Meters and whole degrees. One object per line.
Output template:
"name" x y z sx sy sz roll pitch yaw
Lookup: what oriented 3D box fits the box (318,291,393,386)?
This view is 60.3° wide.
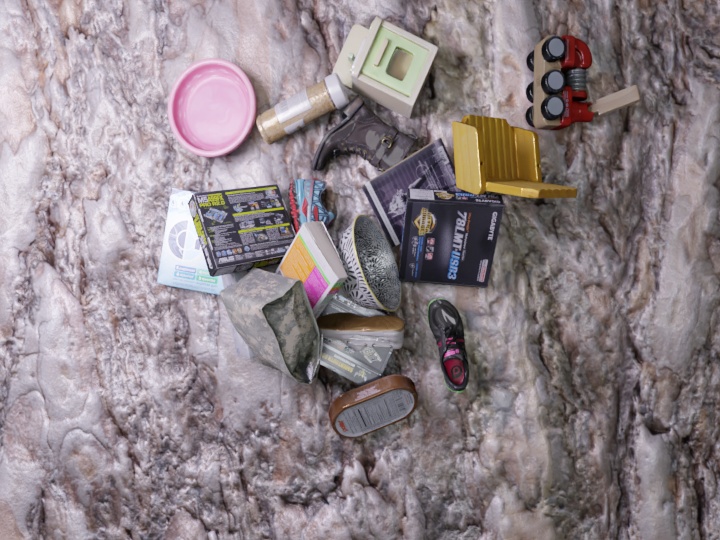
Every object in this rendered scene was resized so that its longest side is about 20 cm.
"box" -0.023 0.141 1.327 0.195 0.048 0.162 26 92 1

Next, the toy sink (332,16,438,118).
"toy sink" 0.046 -0.431 1.288 0.196 0.112 0.133 27 91 1

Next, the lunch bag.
"lunch bag" -0.161 0.114 1.202 0.117 0.161 0.205 -35 119 -32

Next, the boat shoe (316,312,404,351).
"boat shoe" -0.006 0.134 1.268 0.193 0.071 0.071 3 117 14

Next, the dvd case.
"dvd case" 0.117 -0.164 1.319 0.196 0.016 0.151 -30 107 0

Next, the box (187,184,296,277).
"box" -0.233 -0.085 1.259 0.196 0.044 0.164 -13 74 -37

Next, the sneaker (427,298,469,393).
"sneaker" 0.193 0.157 1.306 0.074 0.084 0.206 -17 90 0

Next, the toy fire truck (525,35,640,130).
"toy fire truck" 0.459 -0.388 1.288 0.193 0.129 0.183 1 90 -11

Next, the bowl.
"bowl" 0.000 0.000 1.274 0.092 0.200 0.206 -21 91 24

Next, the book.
"book" -0.109 0.021 1.237 0.201 0.047 0.136 -51 60 41

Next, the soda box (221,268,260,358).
"soda box" -0.236 0.074 1.295 0.067 0.063 0.207 -15 101 -37

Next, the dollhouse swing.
"dollhouse swing" 0.310 -0.224 1.213 0.195 0.174 0.189 -5 91 -36

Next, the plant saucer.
"plant saucer" -0.309 -0.340 1.316 0.193 0.051 0.208 0 88 8

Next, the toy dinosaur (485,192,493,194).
"toy dinosaur" 0.229 -0.139 1.306 0.197 0.088 0.048 -33 65 0

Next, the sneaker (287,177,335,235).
"sneaker" -0.092 -0.093 1.310 0.093 0.079 0.207 -11 103 -17

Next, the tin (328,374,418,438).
"tin" 0.028 0.287 1.304 0.195 0.042 0.114 -22 124 1

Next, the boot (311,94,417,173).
"boot" 0.007 -0.249 1.316 0.173 0.069 0.201 39 97 -7

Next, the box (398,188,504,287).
"box" 0.181 -0.064 1.272 0.191 0.050 0.205 6 126 1

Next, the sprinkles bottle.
"sprinkles bottle" -0.122 -0.338 1.299 0.195 0.068 0.070 -24 90 11

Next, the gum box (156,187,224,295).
"gum box" -0.336 -0.059 1.331 0.164 0.045 0.207 10 90 0
